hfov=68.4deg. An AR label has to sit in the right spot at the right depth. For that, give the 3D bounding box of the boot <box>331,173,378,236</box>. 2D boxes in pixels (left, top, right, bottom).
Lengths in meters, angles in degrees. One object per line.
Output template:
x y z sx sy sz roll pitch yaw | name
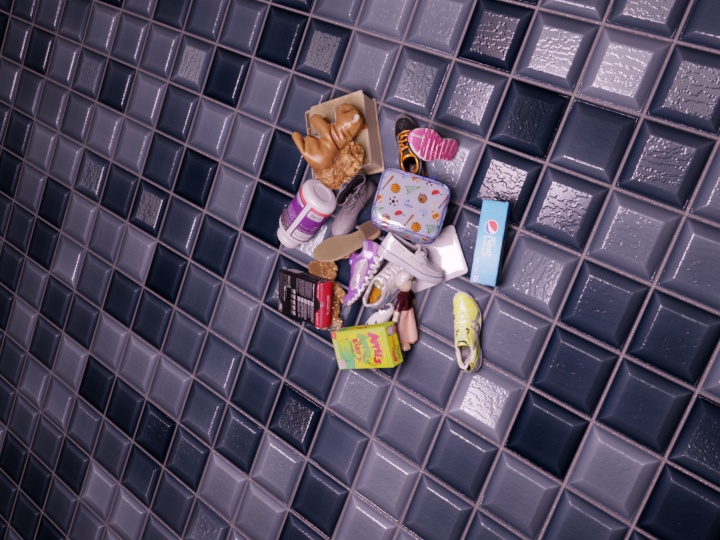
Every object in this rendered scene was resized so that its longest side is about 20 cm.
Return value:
-0.039 -0.178 1.460 0.069 0.131 0.203 38 104 18 | boot

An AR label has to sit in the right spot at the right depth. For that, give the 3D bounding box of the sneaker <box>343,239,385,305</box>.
0.000 0.000 1.450 0.087 0.080 0.204 33 107 7 | sneaker

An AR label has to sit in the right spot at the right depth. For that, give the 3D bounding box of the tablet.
0.180 -0.025 1.420 0.194 0.014 0.135 -22 80 23 | tablet

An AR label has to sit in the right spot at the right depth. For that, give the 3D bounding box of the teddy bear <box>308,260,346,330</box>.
-0.097 0.071 1.526 0.143 0.066 0.207 -26 79 40 | teddy bear

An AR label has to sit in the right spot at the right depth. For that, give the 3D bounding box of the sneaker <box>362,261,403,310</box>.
0.080 0.024 1.418 0.076 0.080 0.203 41 108 25 | sneaker

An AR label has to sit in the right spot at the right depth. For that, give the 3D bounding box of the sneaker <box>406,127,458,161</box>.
0.166 -0.324 1.342 0.086 0.196 0.076 30 111 35 | sneaker

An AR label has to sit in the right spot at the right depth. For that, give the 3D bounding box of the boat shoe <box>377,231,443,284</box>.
0.140 -0.031 1.343 0.194 0.074 0.068 23 115 -20 | boat shoe

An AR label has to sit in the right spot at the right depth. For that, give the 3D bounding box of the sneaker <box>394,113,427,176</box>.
0.131 -0.323 1.414 0.076 0.077 0.208 -18 80 24 | sneaker

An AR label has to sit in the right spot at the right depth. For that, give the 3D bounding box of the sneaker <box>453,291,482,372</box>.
0.271 0.155 1.341 0.073 0.076 0.209 -11 83 25 | sneaker

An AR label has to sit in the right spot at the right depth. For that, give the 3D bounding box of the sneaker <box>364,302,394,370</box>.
0.060 0.191 1.428 0.130 0.079 0.200 46 118 11 | sneaker

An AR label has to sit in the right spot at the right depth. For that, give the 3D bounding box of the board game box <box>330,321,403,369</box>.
0.013 0.198 1.385 0.195 0.047 0.106 -12 93 43 | board game box

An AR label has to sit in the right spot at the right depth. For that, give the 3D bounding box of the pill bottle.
-0.160 -0.156 1.512 0.200 0.111 0.115 -44 71 37 | pill bottle

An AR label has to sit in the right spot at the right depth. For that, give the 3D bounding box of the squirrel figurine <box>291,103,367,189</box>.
-0.053 -0.325 1.380 0.183 0.141 0.204 -33 76 8 | squirrel figurine

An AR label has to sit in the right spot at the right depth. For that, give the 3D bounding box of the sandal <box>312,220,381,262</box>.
-0.030 -0.063 1.494 0.206 0.070 0.079 -26 55 1 | sandal

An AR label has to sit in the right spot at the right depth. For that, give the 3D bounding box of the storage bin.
-0.047 -0.367 1.489 0.191 0.093 0.209 -9 86 25 | storage bin

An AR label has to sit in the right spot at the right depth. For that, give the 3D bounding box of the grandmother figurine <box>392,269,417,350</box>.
0.120 0.096 1.387 0.058 0.121 0.208 3 111 19 | grandmother figurine

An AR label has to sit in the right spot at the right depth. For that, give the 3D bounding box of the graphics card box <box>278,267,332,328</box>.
-0.159 0.075 1.506 0.195 0.050 0.131 14 107 42 | graphics card box

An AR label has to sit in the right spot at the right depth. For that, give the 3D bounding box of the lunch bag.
0.130 -0.166 1.338 0.193 0.076 0.166 17 81 4 | lunch bag

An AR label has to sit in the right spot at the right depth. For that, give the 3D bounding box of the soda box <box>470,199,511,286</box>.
0.326 -0.067 1.325 0.065 0.064 0.209 10 94 23 | soda box
